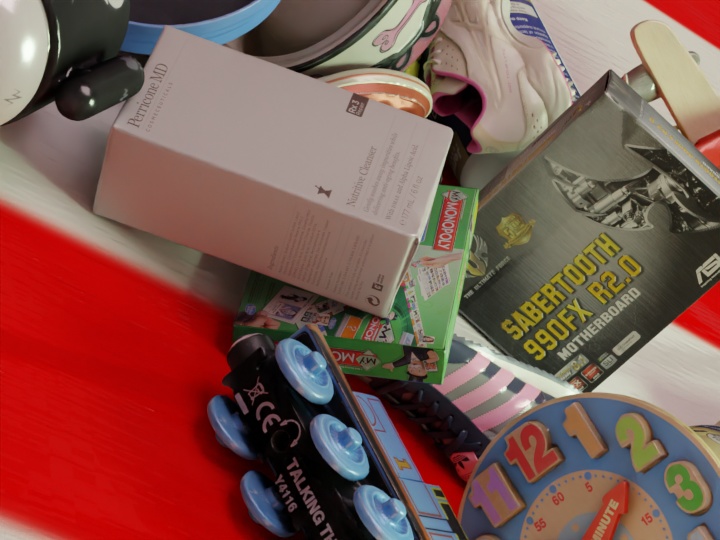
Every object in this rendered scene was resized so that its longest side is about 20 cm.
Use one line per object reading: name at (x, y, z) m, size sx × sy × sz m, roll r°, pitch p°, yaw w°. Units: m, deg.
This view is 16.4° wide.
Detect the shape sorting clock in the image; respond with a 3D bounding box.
shape sorting clock at (0.142, 0.173, 1.496) m, size 0.039 × 0.200 × 0.200 m, roll 4°, pitch 50°, yaw -54°

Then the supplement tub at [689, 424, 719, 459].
supplement tub at (0.186, 0.174, 1.613) m, size 0.200 × 0.144 × 0.144 m, roll 1°, pitch 52°, yaw -53°

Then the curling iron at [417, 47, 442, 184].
curling iron at (0.046, -0.109, 1.841) m, size 0.026 × 0.050 × 0.200 m, roll 79°, pitch 12°, yaw -53°

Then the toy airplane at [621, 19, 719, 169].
toy airplane at (0.293, -0.093, 2.095) m, size 0.199 × 0.141 × 0.200 m, roll 16°, pitch 73°, yaw -25°

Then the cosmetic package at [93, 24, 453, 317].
cosmetic package at (-0.054, -0.063, 1.560) m, size 0.200 × 0.081 × 0.113 m, roll 20°, pitch 45°, yaw -2°

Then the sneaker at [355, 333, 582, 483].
sneaker at (0.065, 0.094, 1.638) m, size 0.200 × 0.070 × 0.082 m, roll 21°, pitch 66°, yaw -23°

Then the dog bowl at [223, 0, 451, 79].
dog bowl at (-0.020, -0.203, 1.766) m, size 0.074 × 0.200 × 0.200 m, roll 45°, pitch 23°, yaw -44°

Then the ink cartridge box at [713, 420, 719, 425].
ink cartridge box at (0.370, 0.192, 1.913) m, size 0.200 × 0.075 × 0.165 m, roll 17°, pitch 40°, yaw -44°

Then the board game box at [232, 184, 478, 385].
board game box at (0.000, 0.000, 1.621) m, size 0.135 × 0.029 × 0.200 m, roll 7°, pitch 33°, yaw 5°

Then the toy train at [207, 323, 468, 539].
toy train at (-0.013, 0.125, 1.477) m, size 0.114 × 0.087 × 0.200 m, roll 19°, pitch 37°, yaw -56°

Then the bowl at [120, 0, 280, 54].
bowl at (-0.137, -0.226, 1.679) m, size 0.200 × 0.039 × 0.201 m, roll 3°, pitch 53°, yaw -5°

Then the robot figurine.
robot figurine at (-0.217, -0.153, 1.503) m, size 0.200 × 0.150 × 0.125 m, roll -40°, pitch 122°, yaw -62°

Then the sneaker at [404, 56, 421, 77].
sneaker at (-0.005, -0.151, 1.833) m, size 0.084 × 0.074 × 0.200 m, roll 37°, pitch 30°, yaw -26°

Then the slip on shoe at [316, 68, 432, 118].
slip on shoe at (-0.035, -0.092, 1.688) m, size 0.200 × 0.074 × 0.061 m, roll -12°, pitch 67°, yaw -34°

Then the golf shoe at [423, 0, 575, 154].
golf shoe at (0.076, -0.168, 1.828) m, size 0.091 × 0.075 × 0.200 m, roll -25°, pitch 61°, yaw -15°

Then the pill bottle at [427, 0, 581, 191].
pill bottle at (0.115, -0.115, 1.906) m, size 0.116 × 0.116 × 0.200 m, roll 13°, pitch 43°, yaw -46°

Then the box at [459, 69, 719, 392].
box at (0.163, -0.020, 1.765) m, size 0.158 × 0.200 × 0.048 m, roll 42°, pitch 26°, yaw -11°
